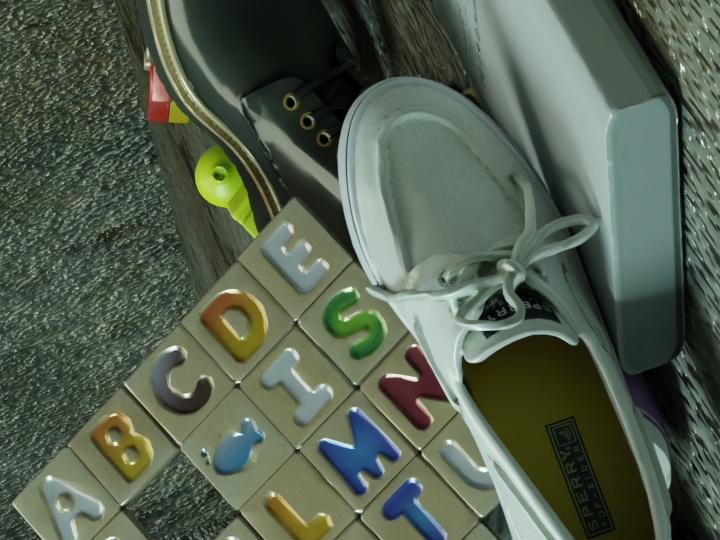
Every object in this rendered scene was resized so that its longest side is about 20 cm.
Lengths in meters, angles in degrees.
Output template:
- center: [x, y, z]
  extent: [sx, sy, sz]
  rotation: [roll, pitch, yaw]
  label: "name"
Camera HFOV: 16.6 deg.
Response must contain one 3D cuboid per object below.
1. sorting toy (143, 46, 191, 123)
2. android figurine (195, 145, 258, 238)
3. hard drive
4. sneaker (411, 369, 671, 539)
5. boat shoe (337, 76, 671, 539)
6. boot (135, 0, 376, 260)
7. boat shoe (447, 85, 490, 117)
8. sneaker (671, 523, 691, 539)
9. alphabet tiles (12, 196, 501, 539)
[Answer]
- center: [-0.081, -0.165, 1.334]
  extent: [0.200, 0.070, 0.199]
  rotation: [142, 130, -82]
  label: "sorting toy"
- center: [0.000, 0.000, 1.165]
  extent: [0.182, 0.041, 0.200]
  rotation: [39, -173, 6]
  label: "android figurine"
- center: [0.064, -0.078, 0.878]
  extent: [0.132, 0.026, 0.200]
  rotation: [80, 169, -48]
  label: "hard drive"
- center: [0.025, 0.086, 0.961]
  extent: [0.073, 0.200, 0.114]
  rotation: [51, -164, -35]
  label: "sneaker"
- center: [0.049, 0.017, 0.825]
  extent: [0.086, 0.075, 0.202]
  rotation: [97, 152, -76]
  label: "boat shoe"
- center: [0.001, -0.060, 0.932]
  extent: [0.138, 0.077, 0.200]
  rotation: [7, 132, 56]
  label: "boot"
- center: [0.026, -0.037, 1.073]
  extent: [0.200, 0.074, 0.076]
  rotation: [-157, 50, -81]
  label: "boat shoe"
- center: [0.086, 0.121, 1.001]
  extent: [0.200, 0.076, 0.077]
  rotation: [-122, 16, -59]
  label: "sneaker"
- center: [-0.012, 0.078, 0.902]
  extent: [0.167, 0.200, 0.008]
  rotation: [47, -165, 13]
  label: "alphabet tiles"
